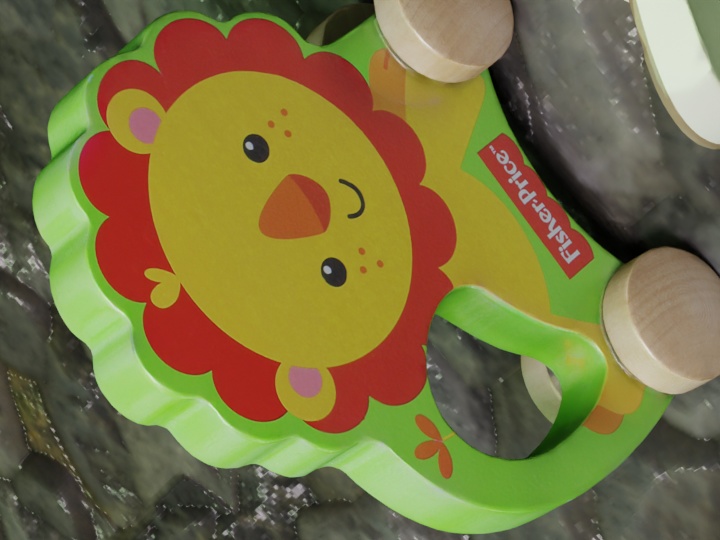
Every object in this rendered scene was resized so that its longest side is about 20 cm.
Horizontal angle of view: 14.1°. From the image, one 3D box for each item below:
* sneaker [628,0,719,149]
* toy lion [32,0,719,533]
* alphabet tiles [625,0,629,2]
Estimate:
[{"bbox_3d":[0.102,-0.132,0.794,0.090,0.067,0.201,-10,112,40],"label":"sneaker"},{"bbox_3d":[0.000,0.000,0.913,0.200,0.192,0.069,53,142,-3],"label":"toy lion"},{"bbox_3d":[0.112,-0.149,0.828,0.195,0.015,0.201,30,136,24],"label":"alphabet tiles"}]
